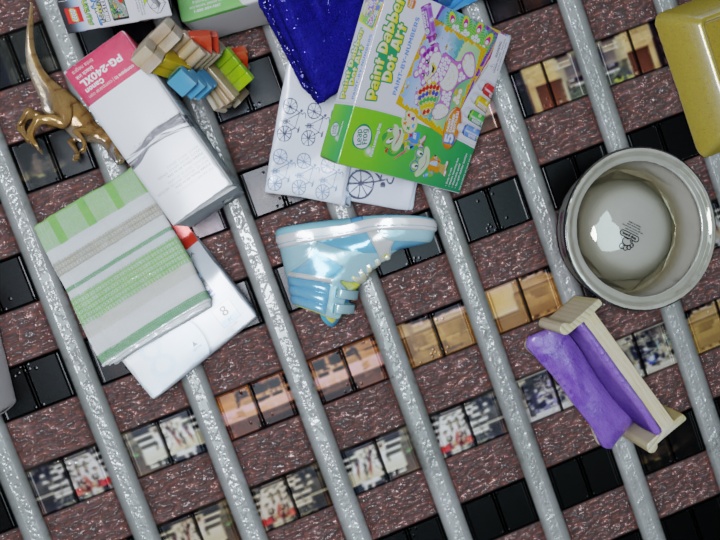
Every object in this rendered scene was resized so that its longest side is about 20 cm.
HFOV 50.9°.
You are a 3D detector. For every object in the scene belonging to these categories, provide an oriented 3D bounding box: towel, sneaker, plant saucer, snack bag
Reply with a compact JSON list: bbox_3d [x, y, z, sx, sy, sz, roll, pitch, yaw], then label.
[{"bbox_3d":[-0.283,-0.006,0.903,0.148,0.031,0.201,-30,78,-5],"label":"towel"},{"bbox_3d":[0.000,0.000,0.929,0.198,0.080,0.132,-6,91,4],"label":"sneaker"},{"bbox_3d":[-0.004,-0.298,0.837,0.200,0.049,0.148,-40,122,-15],"label":"towel"},{"bbox_3d":[0.511,-0.276,0.985,0.198,0.048,0.202,-21,93,-5],"label":"plant saucer"},{"bbox_3d":[-0.005,-0.169,0.918,0.198,0.021,0.190,9,105,-15],"label":"snack bag"}]

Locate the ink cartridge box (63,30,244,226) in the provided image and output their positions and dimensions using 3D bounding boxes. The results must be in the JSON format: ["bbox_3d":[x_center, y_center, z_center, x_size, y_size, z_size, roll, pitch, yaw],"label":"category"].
[{"bbox_3d":[-0.227,-0.151,0.863,0.083,0.145,0.201,-34,95,-2],"label":"ink cartridge box"}]

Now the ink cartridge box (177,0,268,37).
[{"bbox_3d":[-0.148,-0.391,0.874,0.144,0.084,0.202,-13,90,9],"label":"ink cartridge box"}]

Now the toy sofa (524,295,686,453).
[{"bbox_3d":[0.307,0.137,0.962,0.097,0.083,0.201,-38,95,-4],"label":"toy sofa"}]

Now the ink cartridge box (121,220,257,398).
[{"bbox_3d":[-0.247,0.027,0.918,0.160,0.047,0.201,-38,97,-4],"label":"ink cartridge box"}]

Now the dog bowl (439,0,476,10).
[{"bbox_3d":[0.106,-0.373,0.938,0.199,0.050,0.112,-27,95,-5],"label":"dog bowl"}]

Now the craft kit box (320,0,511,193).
[{"bbox_3d":[0.067,-0.205,0.878,0.196,0.048,0.202,8,105,-35],"label":"craft kit box"}]

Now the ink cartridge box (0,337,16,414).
[{"bbox_3d":[-0.525,0.117,0.874,0.198,0.085,0.147,-12,93,-7],"label":"ink cartridge box"}]

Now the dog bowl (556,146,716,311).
[{"bbox_3d":[0.339,-0.051,0.959,0.198,0.074,0.202,0,90,-8],"label":"dog bowl"}]

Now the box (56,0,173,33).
[{"bbox_3d":[-0.264,-0.322,0.835,0.109,0.201,0.035,-12,129,-6],"label":"box"}]

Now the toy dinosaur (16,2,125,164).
[{"bbox_3d":[-0.362,-0.197,0.901,0.106,0.060,0.200,-43,106,-15],"label":"toy dinosaur"}]

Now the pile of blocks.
[{"bbox_3d":[-0.166,-0.229,0.840,0.062,0.200,0.082,-35,83,22],"label":"pile of blocks"}]
